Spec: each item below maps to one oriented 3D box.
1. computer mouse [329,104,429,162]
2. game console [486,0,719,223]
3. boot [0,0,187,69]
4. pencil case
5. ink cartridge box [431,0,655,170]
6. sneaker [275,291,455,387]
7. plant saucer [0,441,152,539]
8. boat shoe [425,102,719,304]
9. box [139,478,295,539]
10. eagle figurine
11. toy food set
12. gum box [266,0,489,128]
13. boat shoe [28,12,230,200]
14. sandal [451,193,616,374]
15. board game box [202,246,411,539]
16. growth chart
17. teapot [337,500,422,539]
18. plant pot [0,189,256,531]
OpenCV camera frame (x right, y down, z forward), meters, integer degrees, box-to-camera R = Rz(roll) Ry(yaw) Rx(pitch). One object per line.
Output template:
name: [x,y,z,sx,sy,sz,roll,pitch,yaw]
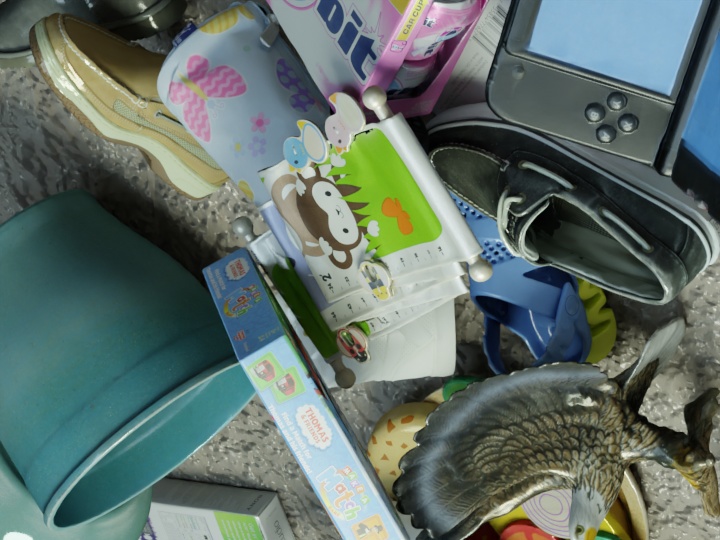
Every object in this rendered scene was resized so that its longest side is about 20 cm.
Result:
computer mouse: [-0.005,-0.109,1.428,0.058,0.200,0.034,10,120,-21]
game console: [0.168,-0.135,1.235,0.171,0.119,0.201,17,113,0]
boot: [-0.218,-0.241,1.546,0.181,0.073,0.201,-12,123,28]
pencil case: [-0.038,-0.076,1.465,0.200,0.091,0.083,48,179,16]
ink cartridge box: [0.119,-0.109,1.395,0.200,0.068,0.115,43,140,1]
sneaker: [0.000,0.000,1.538,0.115,0.074,0.201,-10,128,-7]
plant saucer: [-0.231,0.130,1.772,0.200,0.200,0.036,47,129,-5]
boat shoe: [0.110,-0.040,1.352,0.199,0.071,0.072,21,137,29]
box: [-0.130,0.235,1.901,0.199,0.036,0.145,5,126,37]
eagle figurine: [0.126,0.117,1.477,0.198,0.151,0.153,1,118,12]
toy food set: [0.111,0.156,1.637,0.197,0.049,0.200,-26,105,47]
gum box: [-0.005,-0.189,1.357,0.201,0.066,0.114,59,143,26]
boat shoe: [-0.135,-0.120,1.545,0.076,0.072,0.200,-27,146,21]
sandal: [0.097,-0.008,1.484,0.079,0.087,0.201,-8,116,43]
board game box: [-0.027,0.098,1.439,0.201,0.036,0.151,62,179,-24]
growth chart: [-0.004,-0.021,1.372,0.145,0.018,0.200,52,143,-1]
teapot: [0.041,0.272,1.670,0.197,0.146,0.200,39,166,1]
plant pot: [-0.197,0.053,1.693,0.188,0.200,0.200,52,140,11]
